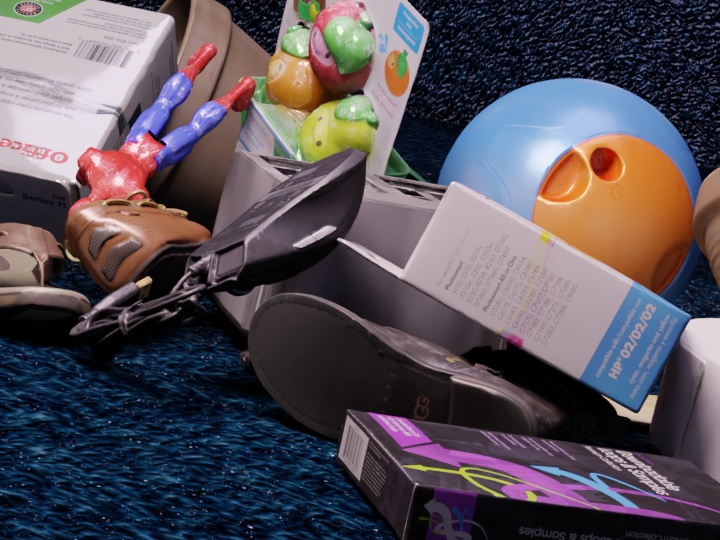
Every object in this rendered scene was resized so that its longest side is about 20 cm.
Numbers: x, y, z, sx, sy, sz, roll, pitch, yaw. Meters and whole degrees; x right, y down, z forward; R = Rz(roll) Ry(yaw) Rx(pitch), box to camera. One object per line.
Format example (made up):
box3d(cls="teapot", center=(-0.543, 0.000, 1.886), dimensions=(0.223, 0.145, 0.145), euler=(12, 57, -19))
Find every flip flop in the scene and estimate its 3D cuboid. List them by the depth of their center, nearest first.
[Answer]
box3d(cls="flip flop", center=(-0.218, -0.004, 1.493), dimensions=(0.081, 0.058, 0.200), euler=(9, 9, -18))

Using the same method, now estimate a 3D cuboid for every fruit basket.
box3d(cls="fruit basket", center=(-0.024, -0.136, 1.692), dimensions=(0.093, 0.201, 0.185), euler=(-8, 41, -27))

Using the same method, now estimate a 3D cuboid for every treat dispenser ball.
box3d(cls="treat dispenser ball", center=(0.154, -0.041, 1.746), dimensions=(0.200, 0.202, 0.201), euler=(11, 8, -2))

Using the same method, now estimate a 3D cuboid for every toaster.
box3d(cls="toaster", center=(0.000, 0.000, 1.558), dimensions=(0.180, 0.119, 0.200), euler=(8, 9, -15))

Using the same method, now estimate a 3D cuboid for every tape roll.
box3d(cls="tape roll", center=(0.279, 0.092, 1.446), dimensions=(0.202, 0.071, 0.202), euler=(13, 13, -3))

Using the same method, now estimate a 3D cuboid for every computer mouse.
box3d(cls="computer mouse", center=(-0.079, 0.001, 1.412), dimensions=(0.140, 0.046, 0.200), euler=(-19, 17, 47))

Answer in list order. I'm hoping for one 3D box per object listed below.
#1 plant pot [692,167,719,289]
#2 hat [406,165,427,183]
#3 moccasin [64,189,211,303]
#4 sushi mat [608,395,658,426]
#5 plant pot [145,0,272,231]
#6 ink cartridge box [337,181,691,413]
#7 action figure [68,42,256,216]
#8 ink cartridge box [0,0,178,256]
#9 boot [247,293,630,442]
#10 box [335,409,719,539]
box3d(cls="plant pot", center=(0.314, 0.007, 1.566), dimensions=(0.200, 0.093, 0.201), euler=(11, -22, 5))
box3d(cls="hat", center=(-0.033, 0.004, 1.828), dimensions=(0.165, 0.176, 0.200), euler=(17, -29, 31))
box3d(cls="moccasin", center=(-0.149, -0.015, 1.543), dimensions=(0.078, 0.074, 0.201), euler=(43, 9, 7))
box3d(cls="sushi mat", center=(0.178, 0.090, 1.561), dimensions=(0.199, 0.012, 0.096), euler=(10, 9, -14))
box3d(cls="plant pot", center=(-0.115, -0.109, 1.983), dimensions=(0.173, 0.201, 0.200), euler=(27, 3, -18))
box3d(cls="ink cartridge box", center=(0.091, 0.005, 1.403), dimensions=(0.200, 0.068, 0.115), euler=(29, 2, 4))
box3d(cls="action figure", center=(-0.156, -0.071, 1.660), dimensions=(0.065, 0.099, 0.200), euler=(39, 42, 1))
box3d(cls="ink cartridge box", center=(-0.239, -0.115, 1.782), dimensions=(0.146, 0.083, 0.200), euler=(14, 47, 12))
box3d(cls="boot", center=(0.047, 0.067, 1.384), dimensions=(0.199, 0.069, 0.174), euler=(25, 12, 17))
box3d(cls="box", center=(0.100, 0.116, 1.210), dimensions=(0.199, 0.036, 0.143), euler=(10, 8, -16))
